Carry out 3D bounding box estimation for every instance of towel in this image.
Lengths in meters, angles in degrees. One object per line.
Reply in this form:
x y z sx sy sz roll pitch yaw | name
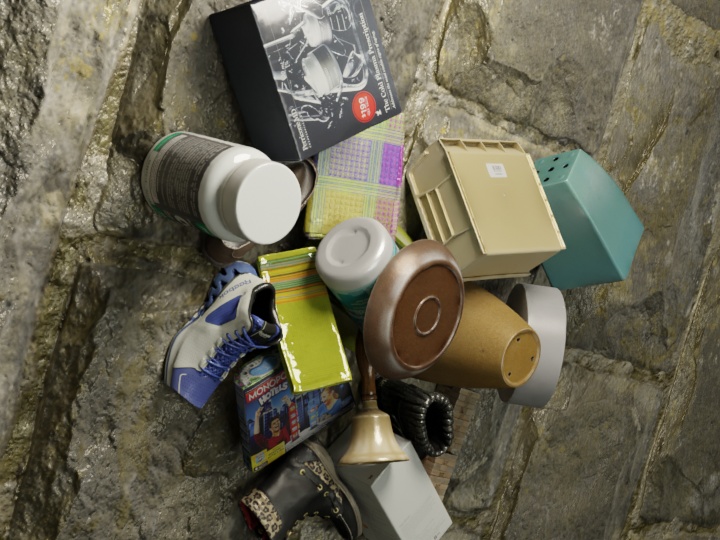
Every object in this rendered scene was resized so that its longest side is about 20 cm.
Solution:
-0.008 -0.132 1.477 0.142 0.023 0.202 6 90 -25 | towel
-0.077 0.064 1.411 0.085 0.202 0.018 -13 157 -10 | towel

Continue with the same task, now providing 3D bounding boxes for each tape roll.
0.281 0.124 1.747 0.065 0.200 0.203 8 100 -5 | tape roll

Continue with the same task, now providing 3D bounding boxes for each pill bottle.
0.025 0.026 1.466 0.111 0.110 0.200 -53 136 -17 | pill bottle
-0.168 -0.098 1.259 0.112 0.199 0.114 -14 112 -38 | pill bottle

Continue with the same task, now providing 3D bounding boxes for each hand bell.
0.011 0.177 1.519 0.104 0.104 0.202 7 73 -43 | hand bell

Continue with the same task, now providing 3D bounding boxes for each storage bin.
0.191 -0.095 1.614 0.199 0.094 0.200 -4 68 -42 | storage bin

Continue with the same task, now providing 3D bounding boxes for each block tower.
0.133 0.288 1.759 0.054 0.058 0.202 20 90 -44 | block tower

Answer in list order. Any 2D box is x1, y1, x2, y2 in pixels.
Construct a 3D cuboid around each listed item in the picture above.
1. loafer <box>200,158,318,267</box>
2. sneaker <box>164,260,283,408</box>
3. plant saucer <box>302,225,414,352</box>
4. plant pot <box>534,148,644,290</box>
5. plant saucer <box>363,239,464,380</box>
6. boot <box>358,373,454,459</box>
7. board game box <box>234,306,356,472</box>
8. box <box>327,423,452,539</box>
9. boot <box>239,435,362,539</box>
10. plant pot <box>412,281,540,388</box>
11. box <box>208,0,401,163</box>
-0.122 -0.079 1.382 0.073 0.071 0.200 46 69 -11 | loafer
-0.170 0.087 1.373 0.080 0.115 0.201 35 78 -42 | sneaker
0.000 0.000 1.551 0.199 0.048 0.201 40 75 -42 | plant saucer
0.363 -0.094 1.782 0.201 0.140 0.142 55 45 -26 | plant pot
0.082 0.058 1.435 0.199 0.032 0.202 -20 118 -42 | plant saucer
0.091 0.250 1.635 0.080 0.157 0.212 -48 130 -20 | boot
-0.099 0.147 1.471 0.199 0.061 0.202 -28 130 -35 | board game box
0.041 0.345 1.641 0.097 0.124 0.201 -44 128 -25 | box
-0.087 0.359 1.563 0.150 0.073 0.201 -40 123 -29 | boot
0.178 0.110 1.645 0.185 0.199 0.188 -16 114 -39 | plant pot
-0.067 -0.263 1.347 0.181 0.104 0.202 -30 111 -32 | box
